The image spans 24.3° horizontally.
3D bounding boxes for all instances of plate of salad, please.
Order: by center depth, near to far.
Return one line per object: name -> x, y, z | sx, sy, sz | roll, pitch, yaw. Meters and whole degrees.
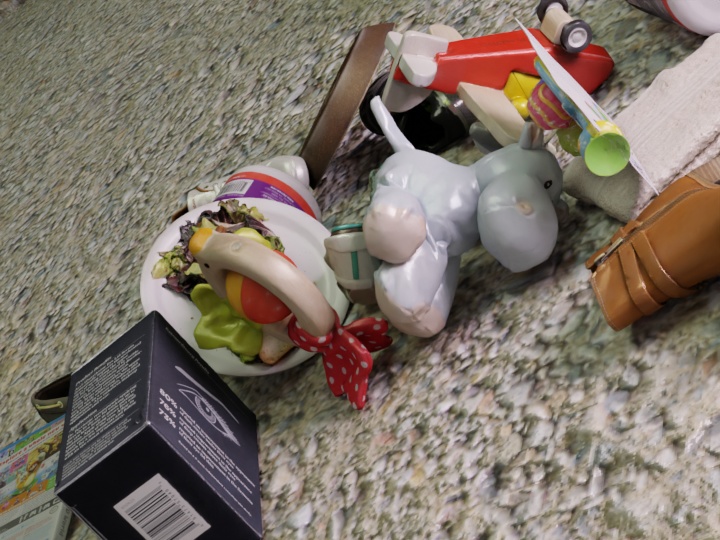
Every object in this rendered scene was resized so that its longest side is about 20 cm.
plate of salad -> -0.107, 0.007, 1.564 | 0.201, 0.199, 0.048 | -55, -17, -30

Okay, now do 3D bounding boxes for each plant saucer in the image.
plant saucer -> -0.020, -0.184, 1.812 | 0.201, 0.034, 0.200 | -62, 6, 11

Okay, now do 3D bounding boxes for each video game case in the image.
video game case -> -0.333, 0.234, 1.672 | 0.143, 0.018, 0.201 | -29, 33, 28

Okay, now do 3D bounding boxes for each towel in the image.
towel -> 0.263, -0.121, 1.373 | 0.200, 0.035, 0.132 | -43, 22, -3

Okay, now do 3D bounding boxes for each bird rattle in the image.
bird rattle -> -0.072, 0.034, 1.421 | 0.199, 0.163, 0.113 | 30, 74, 39

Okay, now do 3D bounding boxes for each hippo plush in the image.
hippo plush -> 0.095, -0.038, 1.405 | 0.159, 0.160, 0.201 | -7, 37, 10

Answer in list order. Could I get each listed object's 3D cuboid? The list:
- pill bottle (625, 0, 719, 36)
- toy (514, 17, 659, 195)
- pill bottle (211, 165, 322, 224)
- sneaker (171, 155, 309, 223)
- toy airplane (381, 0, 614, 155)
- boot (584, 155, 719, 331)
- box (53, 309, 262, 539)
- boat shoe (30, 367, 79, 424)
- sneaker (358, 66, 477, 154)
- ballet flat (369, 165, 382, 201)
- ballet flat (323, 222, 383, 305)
pill bottle -> 0.290, -0.284, 1.513 | 0.116, 0.116, 0.200 | -41, 23, 1
toy -> 0.168, -0.123, 1.343 | 0.047, 0.115, 0.200 | -43, 23, 10
pill bottle -> -0.124, -0.003, 1.671 | 0.112, 0.113, 0.201 | -16, 34, 45
sneaker -> -0.135, -0.070, 1.821 | 0.084, 0.073, 0.199 | -3, -16, -40
toy airplane -> 0.114, -0.167, 1.553 | 0.198, 0.142, 0.200 | 15, 38, 26
boot -> 0.235, -0.008, 1.173 | 0.154, 0.074, 0.200 | -35, 12, 11
box -> -0.168, 0.154, 1.420 | 0.104, 0.148, 0.200 | -37, 22, 12
boat shoe -> -0.259, 0.115, 1.738 | 0.201, 0.060, 0.072 | -28, 27, 28
sneaker -> 0.053, -0.161, 1.719 | 0.199, 0.074, 0.088 | -1, 42, 52
ballet flat -> 0.054, -0.058, 1.563 | 0.200, 0.069, 0.072 | 10, 74, 61
ballet flat -> 0.000, 0.000, 1.504 | 0.069, 0.070, 0.200 | -41, -6, 1
